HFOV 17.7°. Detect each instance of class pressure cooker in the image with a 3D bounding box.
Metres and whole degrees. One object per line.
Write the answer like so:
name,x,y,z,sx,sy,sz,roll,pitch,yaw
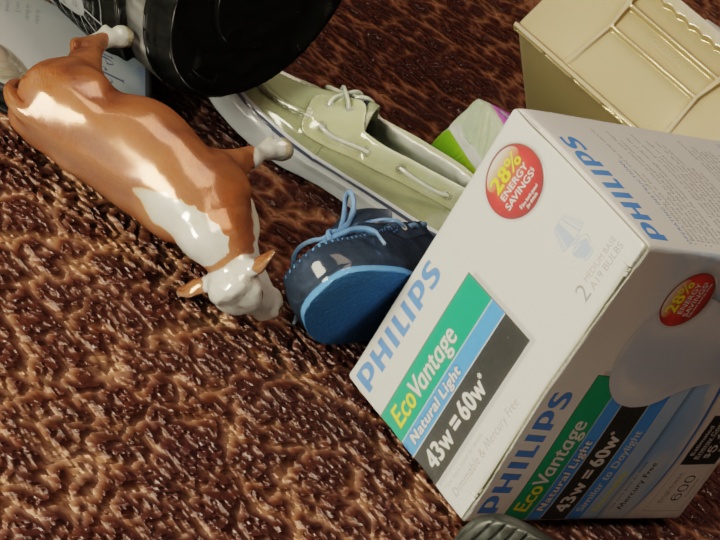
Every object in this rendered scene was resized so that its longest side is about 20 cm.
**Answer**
pressure cooker,-0.119,-0.223,1.426,0.200,0.176,0.178,40,14,27

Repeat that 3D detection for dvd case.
dvd case,-0.215,-0.137,1.389,0.199,0.018,0.143,25,26,-20

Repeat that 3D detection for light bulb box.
light bulb box,0.137,0.030,1.308,0.199,0.199,0.125,4,36,-45

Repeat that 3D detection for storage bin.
storage bin,0.210,-0.102,1.634,0.198,0.094,0.200,43,-12,20

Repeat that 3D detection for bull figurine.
bull figurine,-0.108,-0.058,1.305,0.200,0.065,0.121,39,30,-1

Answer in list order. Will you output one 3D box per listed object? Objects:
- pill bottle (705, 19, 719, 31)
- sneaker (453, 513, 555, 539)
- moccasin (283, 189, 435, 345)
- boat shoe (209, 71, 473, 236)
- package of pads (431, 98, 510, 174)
pill bottle,0.351,-0.125,1.952,0.200,0.104,0.104,38,25,6
sneaker,0.126,0.187,1.172,0.200,0.074,0.089,42,24,-7
moccasin,0.000,0.000,1.342,0.068,0.080,0.200,58,15,15
boat shoe,-0.009,-0.087,1.498,0.199,0.062,0.072,34,25,0
package of pads,0.145,-0.014,1.526,0.154,0.068,0.200,26,24,-39
